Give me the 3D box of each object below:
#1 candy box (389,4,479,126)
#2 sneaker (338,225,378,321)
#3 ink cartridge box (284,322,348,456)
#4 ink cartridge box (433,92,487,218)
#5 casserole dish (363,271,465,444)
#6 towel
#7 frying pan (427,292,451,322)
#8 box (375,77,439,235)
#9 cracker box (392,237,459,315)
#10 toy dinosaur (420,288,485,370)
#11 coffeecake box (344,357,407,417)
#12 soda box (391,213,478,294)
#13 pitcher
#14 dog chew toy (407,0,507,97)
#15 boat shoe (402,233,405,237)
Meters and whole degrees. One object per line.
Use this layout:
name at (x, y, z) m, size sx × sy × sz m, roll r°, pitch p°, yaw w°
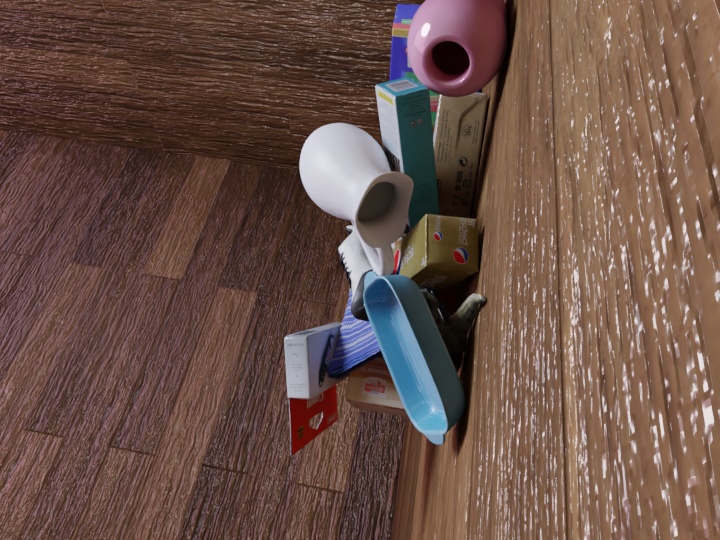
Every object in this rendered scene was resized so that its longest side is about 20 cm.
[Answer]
candy box at (0.137, -0.360, 0.946) m, size 0.201 × 0.166 × 0.078 m, roll 90°, pitch -173°, yaw -56°
sneaker at (0.000, 0.000, 0.804) m, size 0.201 × 0.078 × 0.075 m, roll -79°, pitch -5°, yaw -52°
ink cartridge box at (-0.059, 0.181, 0.854) m, size 0.200 × 0.043 × 0.177 m, roll -2°, pitch -93°, yaw -72°
ink cartridge box at (0.150, -0.176, 0.861) m, size 0.165 × 0.074 × 0.204 m, roll -55°, pitch -28°, yaw -80°
casserole dish at (0.060, 0.091, 0.590) m, size 0.121 × 0.038 × 0.203 m, roll 131°, pitch 118°, yaw -69°
towel at (0.012, 0.066, 0.832) m, size 0.144 × 0.024 × 0.202 m, roll -35°, pitch 30°, yaw 40°
frying pan at (0.094, 0.091, 0.743) m, size 0.190 × 0.030 × 0.117 m, roll 121°, pitch 132°, yaw -71°
box at (0.067, -0.150, 0.724) m, size 0.083 × 0.048 × 0.203 m, roll -120°, pitch 17°, yaw -57°
cracker box at (0.091, -0.004, 0.887) m, size 0.199 × 0.057 × 0.137 m, roll -165°, pitch 82°, yaw -65°
toy dinosaur at (0.095, 0.067, 0.612) m, size 0.088 × 0.047 × 0.202 m, roll 49°, pitch 149°, yaw 32°
coffeecake box at (0.059, 0.204, 0.899) m, size 0.200 × 0.151 × 0.074 m, roll 82°, pitch -163°, yaw -72°
soda box at (0.087, -0.011, 0.695) m, size 0.200 × 0.066 × 0.065 m, roll 128°, pitch 146°, yaw -73°
pitcher at (-0.007, -0.101, 0.734) m, size 0.200 × 0.120 × 0.174 m, roll 51°, pitch 152°, yaw 45°
dog chew toy at (0.133, -0.314, 0.677) m, size 0.126 × 0.123 × 0.202 m, roll 92°, pitch -163°, yaw -50°
boat shoe at (0.046, -0.126, 0.896) m, size 0.072 × 0.064 × 0.201 m, roll -51°, pitch 35°, yaw 19°
